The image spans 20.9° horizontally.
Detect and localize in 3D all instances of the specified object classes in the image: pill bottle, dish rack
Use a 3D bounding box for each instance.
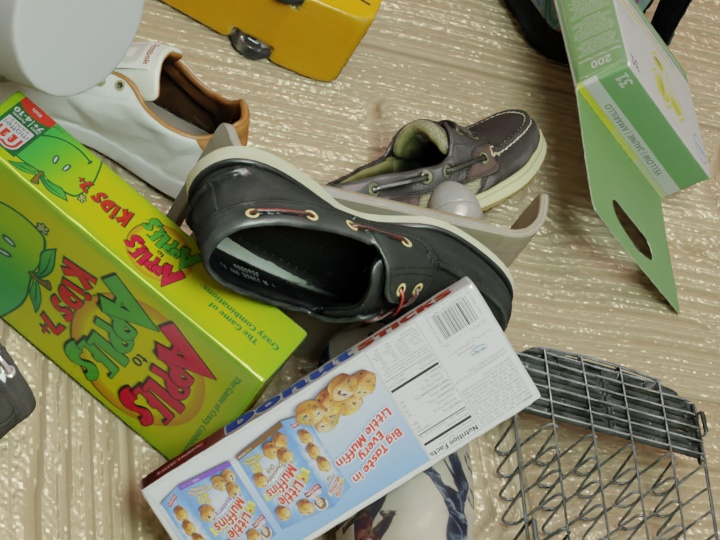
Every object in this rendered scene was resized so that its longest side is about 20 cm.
[{"bbox_3d":[-0.219,-0.168,1.064,0.200,0.114,0.114,24,37,32],"label":"pill bottle"},{"bbox_3d":[0.142,0.140,1.140,0.153,0.055,0.201,17,47,-21],"label":"dish rack"}]

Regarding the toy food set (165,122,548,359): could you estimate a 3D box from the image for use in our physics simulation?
[{"bbox_3d":[-0.011,-0.015,1.104,0.199,0.144,0.061,12,50,-22],"label":"toy food set"}]

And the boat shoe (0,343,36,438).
[{"bbox_3d":[-0.235,0.005,1.005,0.057,0.067,0.200,-24,76,-30],"label":"boat shoe"}]

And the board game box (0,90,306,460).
[{"bbox_3d":[-0.135,0.009,1.039,0.200,0.102,0.048,40,45,3],"label":"board game box"}]

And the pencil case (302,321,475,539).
[{"bbox_3d":[0.018,0.124,1.060,0.078,0.089,0.201,38,37,-41],"label":"pencil case"}]

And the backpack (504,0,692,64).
[{"bbox_3d":[0.174,-0.255,1.367,0.126,0.200,0.167,-4,58,-33],"label":"backpack"}]

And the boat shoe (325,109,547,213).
[{"bbox_3d":[0.048,-0.064,1.218,0.200,0.073,0.065,-37,119,-44],"label":"boat shoe"}]

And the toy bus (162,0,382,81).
[{"bbox_3d":[-0.086,-0.200,1.261,0.200,0.065,0.078,28,45,-9],"label":"toy bus"}]

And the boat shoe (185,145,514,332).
[{"bbox_3d":[-0.002,0.002,1.021,0.201,0.074,0.063,22,38,-30],"label":"boat shoe"}]

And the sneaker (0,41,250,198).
[{"bbox_3d":[-0.154,-0.118,1.142,0.199,0.085,0.073,25,48,-9],"label":"sneaker"}]

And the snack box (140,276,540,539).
[{"bbox_3d":[-0.010,0.086,1.002,0.072,0.200,0.024,58,1,-12],"label":"snack box"}]

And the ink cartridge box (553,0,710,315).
[{"bbox_3d":[0.188,-0.091,1.307,0.146,0.048,0.201,44,30,-45],"label":"ink cartridge box"}]
